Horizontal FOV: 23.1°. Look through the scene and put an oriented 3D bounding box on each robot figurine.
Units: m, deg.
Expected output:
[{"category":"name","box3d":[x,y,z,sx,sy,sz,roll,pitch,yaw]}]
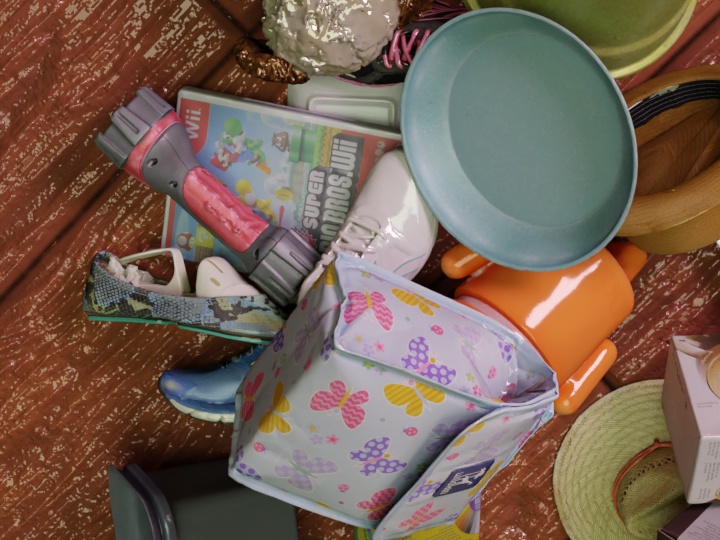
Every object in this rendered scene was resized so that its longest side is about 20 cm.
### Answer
[{"category":"robot figurine","box3d":[0.135,0.033,1.395,0.200,0.116,0.144,-45,146,-14]}]

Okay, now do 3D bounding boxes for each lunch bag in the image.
[{"category":"lunch bag","box3d":[0.028,0.107,1.298,0.199,0.128,0.170,24,128,-21]}]

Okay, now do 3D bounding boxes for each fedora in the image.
[{"category":"fedora","box3d":[0.247,-0.075,1.350,0.200,0.201,0.082,-22,124,9]}]

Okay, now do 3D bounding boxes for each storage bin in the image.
[{"category":"storage bin","box3d":[-0.127,0.251,1.494,0.134,0.145,0.201,-12,108,-23]}]

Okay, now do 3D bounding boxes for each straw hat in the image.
[{"category":"straw hat","box3d":[0.263,0.191,1.472,0.200,0.085,0.202,1,106,2]}]

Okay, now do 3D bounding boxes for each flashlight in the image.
[{"category":"flashlight","box3d":[-0.116,-0.058,1.392,0.200,0.068,0.068,41,116,0]}]

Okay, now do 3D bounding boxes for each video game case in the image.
[{"category":"video game case","box3d":[-0.059,-0.061,1.423,0.199,0.017,0.144,12,109,10]}]

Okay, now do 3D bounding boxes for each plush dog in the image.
[{"category":"plush dog","box3d":[-0.034,-0.230,1.308,0.199,0.160,0.172,-25,97,9]}]

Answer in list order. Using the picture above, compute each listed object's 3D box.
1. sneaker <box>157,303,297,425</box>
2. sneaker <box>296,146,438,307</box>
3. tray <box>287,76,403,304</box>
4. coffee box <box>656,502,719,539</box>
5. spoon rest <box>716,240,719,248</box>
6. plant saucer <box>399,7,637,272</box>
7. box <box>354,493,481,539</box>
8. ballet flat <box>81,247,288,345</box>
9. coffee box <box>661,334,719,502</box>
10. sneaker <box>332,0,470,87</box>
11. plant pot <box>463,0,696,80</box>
[{"category":"sneaker","box3d":[-0.071,0.073,1.463,0.199,0.079,0.090,-10,100,-3]},{"category":"sneaker","box3d":[0.000,0.000,1.363,0.070,0.080,0.201,27,103,31]},{"category":"tray","box3d":[-0.009,-0.063,1.438,0.107,0.022,0.201,2,108,0]},{"category":"coffee box","box3d":[0.326,0.219,1.413,0.080,0.200,0.114,29,134,37]},{"category":"spoon rest","box3d":[0.339,-0.009,1.422,0.099,0.061,0.201,-15,107,7]},{"category":"plant saucer","box3d":[0.120,-0.098,1.288,0.199,0.036,0.201,17,121,31]},{"category":"box","box3d":[0.051,0.170,1.464,0.048,0.117,0.201,16,112,43]},{"category":"ballet flat","box3d":[-0.140,0.017,1.420,0.199,0.074,0.075,6,109,23]},{"category":"coffee box","box3d":[0.347,0.112,1.376,0.199,0.113,0.080,-2,132,-2]},{"category":"sneaker","box3d":[0.060,-0.175,1.360,0.199,0.095,0.079,1,101,2]},{"category":"plant pot","box3d":[0.183,-0.253,1.249,0.199,0.184,0.202,2,81,-11]}]
